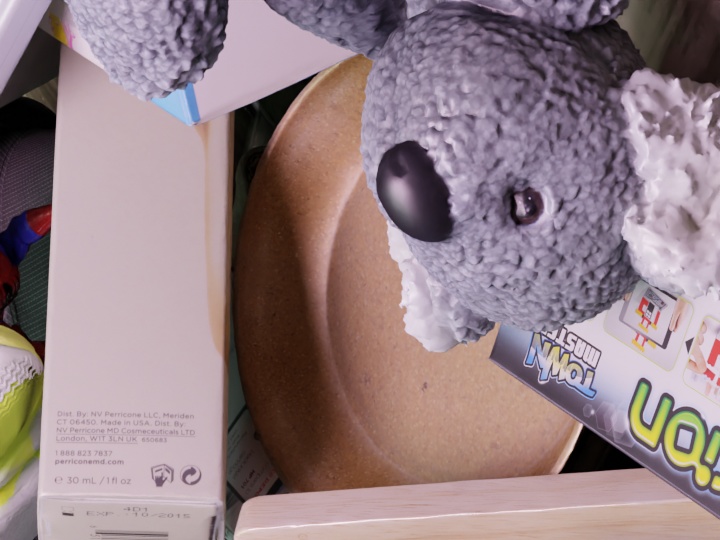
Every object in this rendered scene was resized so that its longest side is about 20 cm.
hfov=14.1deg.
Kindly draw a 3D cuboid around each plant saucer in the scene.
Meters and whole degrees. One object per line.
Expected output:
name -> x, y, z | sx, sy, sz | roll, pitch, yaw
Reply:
plant saucer -> 0.030, 0.010, 1.100 | 0.200, 0.035, 0.201 | -3, 86, 46

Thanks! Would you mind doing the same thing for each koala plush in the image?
koala plush -> 0.041, -0.071, 0.916 | 0.177, 0.184, 0.201 | -18, 103, 39

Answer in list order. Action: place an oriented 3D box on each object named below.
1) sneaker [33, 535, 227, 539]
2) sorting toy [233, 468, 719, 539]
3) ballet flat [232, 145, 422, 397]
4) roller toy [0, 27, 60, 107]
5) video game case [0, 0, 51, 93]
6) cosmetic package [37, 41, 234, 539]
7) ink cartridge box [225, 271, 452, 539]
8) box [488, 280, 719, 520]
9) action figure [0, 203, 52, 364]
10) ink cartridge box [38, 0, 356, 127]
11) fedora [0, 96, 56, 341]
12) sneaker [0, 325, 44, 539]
sneaker -> -0.094, 0.150, 1.389 | 0.089, 0.199, 0.074 | 81, 174, -77
sorting toy -> 0.068, 0.173, 1.061 | 0.199, 0.070, 0.199 | -5, 126, 18
ballet flat -> 0.000, 0.000, 1.201 | 0.200, 0.067, 0.063 | 31, 129, 49
roller toy -> -0.177, -0.167, 1.289 | 0.183, 0.140, 0.200 | 50, 147, 8
video game case -> -0.205, -0.104, 1.132 | 0.182, 0.022, 0.200 | 50, 122, 29
cosmetic package -> -0.086, 0.015, 1.138 | 0.105, 0.071, 0.201 | 99, 172, -66
ink cartridge box -> -0.008, 0.102, 1.221 | 0.200, 0.086, 0.146 | 39, 174, 36
box -> 0.128, 0.021, 0.935 | 0.200, 0.035, 0.111 | 35, 113, 47
action figure -> -0.156, -0.030, 1.216 | 0.099, 0.065, 0.201 | 10, 132, 31
ink cartridge box -> -0.076, -0.162, 1.109 | 0.200, 0.125, 0.129 | 32, 141, 49
fedora -> -0.119, 0.010, 1.356 | 0.177, 0.090, 0.201 | 33, -132, -59
sneaker -> -0.177, 0.057, 1.226 | 0.105, 0.076, 0.200 | 37, 155, 14
